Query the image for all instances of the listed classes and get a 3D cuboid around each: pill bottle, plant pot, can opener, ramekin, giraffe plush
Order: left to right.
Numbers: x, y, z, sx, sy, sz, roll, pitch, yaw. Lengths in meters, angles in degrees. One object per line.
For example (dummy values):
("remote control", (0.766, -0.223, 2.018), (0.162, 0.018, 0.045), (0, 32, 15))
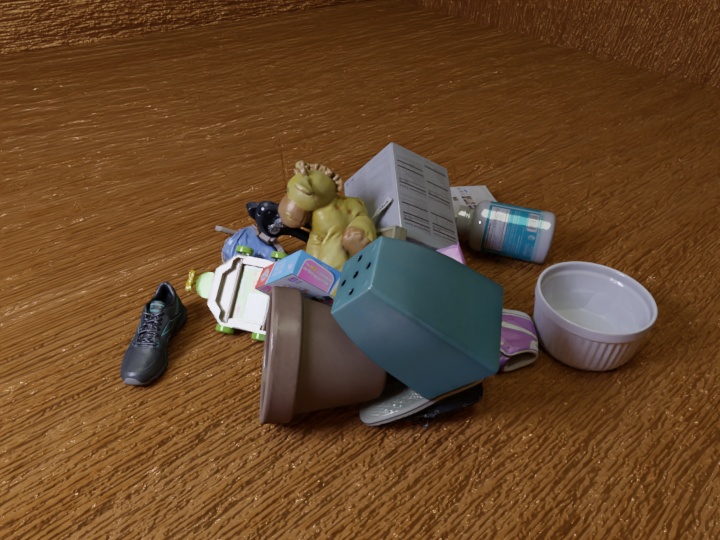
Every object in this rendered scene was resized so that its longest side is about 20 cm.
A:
("can opener", (-0.113, -0.083, 1.061), (0.199, 0.063, 0.079), (18, 35, -39))
("giraffe plush", (-0.064, -0.097, 0.967), (0.200, 0.162, 0.172), (-55, 25, -11))
("plant pot", (-0.055, 0.129, 0.855), (0.174, 0.201, 0.201), (6, 35, -12))
("plant pot", (0.071, 0.053, 0.784), (0.200, 0.141, 0.142), (33, 49, -22))
("pill bottle", (0.305, -0.087, 1.232), (0.199, 0.111, 0.111), (13, 37, 13))
("ramekin", (0.399, 0.083, 1.012), (0.199, 0.106, 0.201), (2, 37, -2))

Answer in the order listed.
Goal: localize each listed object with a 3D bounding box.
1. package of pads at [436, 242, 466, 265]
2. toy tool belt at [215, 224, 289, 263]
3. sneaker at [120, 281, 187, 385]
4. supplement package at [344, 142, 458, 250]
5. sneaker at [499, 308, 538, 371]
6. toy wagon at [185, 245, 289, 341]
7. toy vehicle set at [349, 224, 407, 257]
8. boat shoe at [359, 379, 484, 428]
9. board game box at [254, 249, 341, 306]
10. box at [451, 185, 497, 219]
("package of pads", (0.134, 0.063, 0.955), (0.120, 0.076, 0.201), (-17, 66, 9))
("toy tool belt", (-0.181, -0.022, 1.087), (0.199, 0.123, 0.125), (26, 76, 30))
("sneaker", (-0.348, 0.101, 0.956), (0.075, 0.080, 0.200), (3, 37, 0))
("supplement package", (0.075, -0.100, 1.100), (0.150, 0.152, 0.201), (17, 56, -34))
("sneaker", (0.206, 0.114, 0.986), (0.199, 0.073, 0.115), (4, 39, 1))
("toy wagon", (-0.209, 0.036, 1.016), (0.199, 0.040, 0.156), (10, 80, 13))
("toy vehicle set", (0.000, 0.000, 1.004), (0.026, 0.125, 0.200), (18, -17, -34))
("boat shoe", (0.096, 0.197, 0.870), (0.199, 0.063, 0.075), (-19, 25, -5))
("board game box", (-0.051, 0.045, 0.926), (0.199, 0.153, 0.041), (30, 66, -24))
("box", (0.228, -0.152, 1.381), (0.199, 0.037, 0.145), (-3, 37, -10))
